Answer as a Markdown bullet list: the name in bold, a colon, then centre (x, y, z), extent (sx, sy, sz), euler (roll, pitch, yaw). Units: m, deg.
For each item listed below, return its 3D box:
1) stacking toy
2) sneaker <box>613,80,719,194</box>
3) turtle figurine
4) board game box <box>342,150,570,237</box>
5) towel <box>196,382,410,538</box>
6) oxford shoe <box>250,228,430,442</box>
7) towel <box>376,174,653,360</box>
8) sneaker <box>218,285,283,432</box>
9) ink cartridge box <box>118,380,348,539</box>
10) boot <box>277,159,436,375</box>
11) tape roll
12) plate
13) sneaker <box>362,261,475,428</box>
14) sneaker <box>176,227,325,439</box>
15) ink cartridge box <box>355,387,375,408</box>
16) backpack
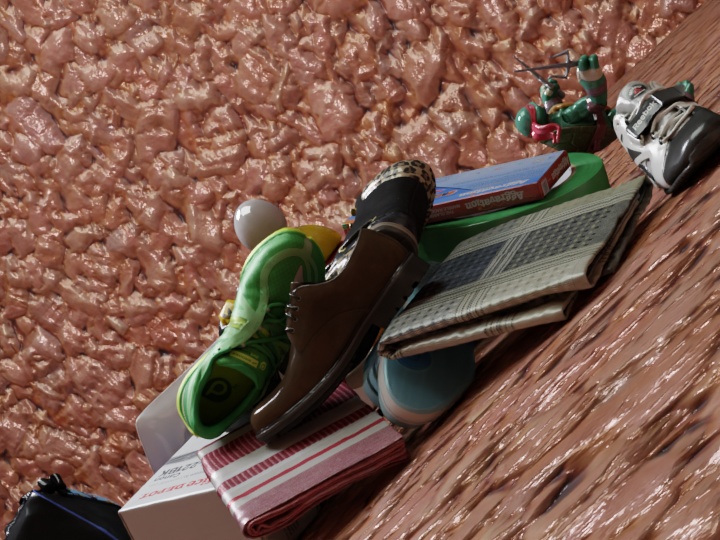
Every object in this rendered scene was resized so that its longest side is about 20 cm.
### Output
- **stacking toy**: centre (-0.041, 0.005, 1.682), extent (0.146, 0.200, 0.146), euler (-48, 3, 4)
- **sneaker**: centre (0.246, -0.115, 1.447), extent (0.074, 0.089, 0.200), euler (-42, 3, -2)
- **turtle figurine**: centre (0.223, -0.161, 1.752), extent (0.150, 0.199, 0.101), euler (-174, 87, -70)
- **board game box**: centre (0.090, -0.071, 1.657), extent (0.200, 0.019, 0.103), euler (-11, 15, 26)
- **towel**: centre (-0.051, 0.149, 1.430), extent (0.144, 0.023, 0.200), euler (-27, 17, -9)
- **oxford shoe**: centre (-0.035, 0.051, 1.440), extent (0.200, 0.084, 0.073), euler (-53, 2, 3)
- **towel**: centre (0.130, 0.000, 1.408), extent (0.200, 0.035, 0.193), euler (-20, 16, 33)
- **sneaker**: centre (-0.109, 0.075, 1.620), extent (0.070, 0.090, 0.200), euler (-24, 15, 14)
- **ink cartridge box**: centre (-0.099, 0.185, 1.571), extent (0.144, 0.084, 0.200), euler (-17, 18, 34)
- **boot**: centre (0.000, 0.000, 1.575), extent (0.200, 0.073, 0.151), euler (-57, 8, 36)
- **tape roll**: centre (0.140, -0.055, 1.670), extent (0.200, 0.048, 0.200), euler (-18, 14, 5)
- **plate**: centre (-0.143, 0.192, 1.843), extent (0.032, 0.200, 0.200), euler (-6, 23, 31)
- **sneaker**: centre (0.042, 0.095, 1.484), extent (0.131, 0.079, 0.200), euler (-63, 1, 35)
- **sneaker**: centre (-0.085, 0.060, 1.478), extent (0.200, 0.074, 0.084), euler (-61, 18, 12)
- **ink cartridge box**: centre (-0.026, 0.070, 1.842), extent (0.125, 0.200, 0.129), euler (-62, -5, 21)
- **backpack**: centre (-0.269, 0.308, 1.825), extent (0.135, 0.182, 0.200), euler (-60, -11, -6)
